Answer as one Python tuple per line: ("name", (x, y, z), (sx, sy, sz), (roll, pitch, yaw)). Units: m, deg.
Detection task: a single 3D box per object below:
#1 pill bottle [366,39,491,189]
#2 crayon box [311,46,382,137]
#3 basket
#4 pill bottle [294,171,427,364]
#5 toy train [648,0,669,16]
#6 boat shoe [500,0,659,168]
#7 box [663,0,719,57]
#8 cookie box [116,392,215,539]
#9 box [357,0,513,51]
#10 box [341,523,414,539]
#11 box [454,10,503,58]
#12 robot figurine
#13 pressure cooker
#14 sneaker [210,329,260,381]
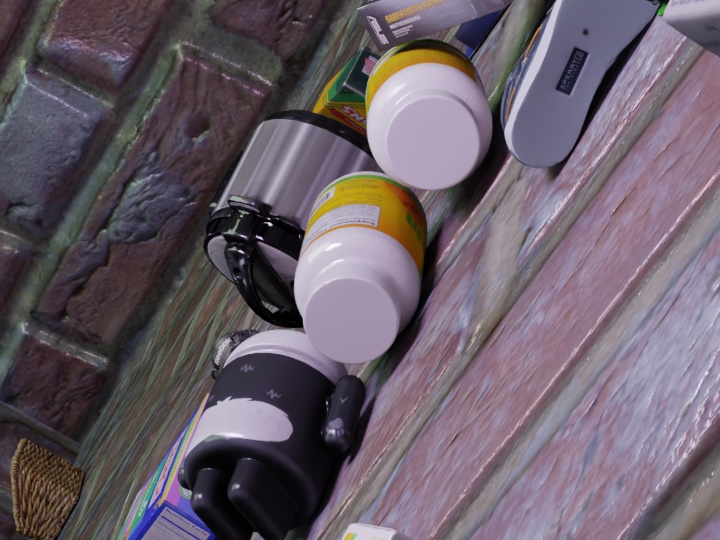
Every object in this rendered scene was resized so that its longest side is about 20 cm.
("pill bottle", (0.060, -0.136, 1.823), (0.112, 0.111, 0.200), (-58, 9, 14))
("crayon box", (0.022, -0.158, 2.128), (0.051, 0.126, 0.200), (-62, 8, -14))
("basket", (-0.634, 0.436, 3.938), (0.143, 0.148, 0.200), (-59, 10, 8))
("pill bottle", (0.000, 0.000, 1.787), (0.111, 0.111, 0.200), (-57, 10, 24))
("toy train", (0.232, -0.211, 1.370), (0.057, 0.042, 0.200), (-51, 8, -5))
("boat shoe", (0.162, -0.178, 1.546), (0.201, 0.070, 0.091), (-61, 12, 12))
("box", (0.250, -0.181, 0.939), (0.201, 0.104, 0.184), (-61, 8, 1))
("cookie box", (-0.200, 0.262, 2.221), (0.200, 0.075, 0.172), (-53, 11, 40))
("box", (0.112, -0.281, 1.864), (0.158, 0.049, 0.200), (-15, 21, 44))
("box", (0.006, 0.237, 0.980), (0.201, 0.112, 0.101), (-63, 9, -10))
("box", (0.155, -0.322, 2.199), (0.200, 0.032, 0.122), (-55, 10, 38))
("robot figurine", (-0.077, 0.144, 1.744), (0.201, 0.149, 0.125), (-70, -9, -45))
("pressure cooker", (-0.069, -0.045, 2.124), (0.201, 0.175, 0.179), (-65, 13, -22))
("sneaker", (-0.112, 0.113, 2.124), (0.071, 0.097, 0.201), (-57, 10, 10))
